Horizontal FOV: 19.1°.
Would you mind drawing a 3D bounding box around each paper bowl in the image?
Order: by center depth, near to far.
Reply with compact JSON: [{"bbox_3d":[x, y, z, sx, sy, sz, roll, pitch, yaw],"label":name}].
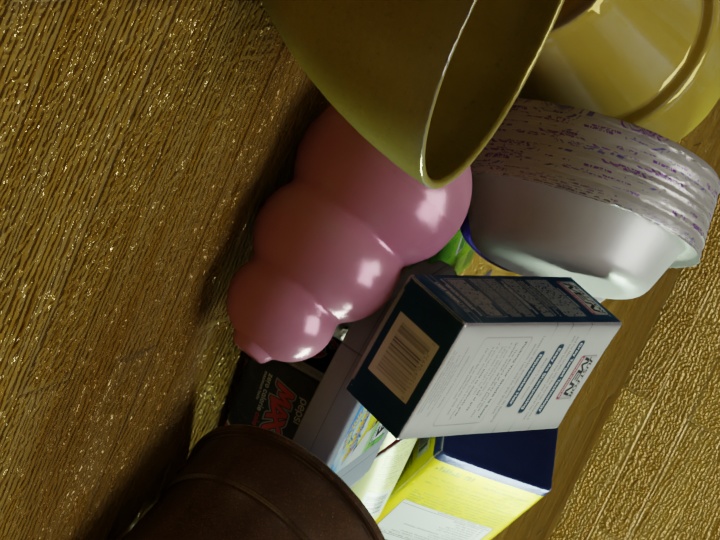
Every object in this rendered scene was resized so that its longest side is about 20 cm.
[{"bbox_3d":[0.161,-0.046,1.600,0.201,0.200,0.105,51,55,-74],"label":"paper bowl"}]

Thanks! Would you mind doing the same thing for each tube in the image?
[{"bbox_3d":[0.025,0.137,1.799,0.200,0.052,0.058,115,-19,-45],"label":"tube"}]

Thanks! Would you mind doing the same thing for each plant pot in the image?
[{"bbox_3d":[0.026,-0.168,1.262,0.200,0.142,0.200,-55,163,-25],"label":"plant pot"},{"bbox_3d":[-0.107,0.243,1.489,0.198,0.200,0.201,-39,154,-40],"label":"plant pot"},{"bbox_3d":[0.165,-0.201,1.615,0.201,0.200,0.189,-61,150,-2],"label":"plant pot"}]

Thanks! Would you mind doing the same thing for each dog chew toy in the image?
[{"bbox_3d":[-0.015,-0.023,1.446,0.200,0.124,0.125,-52,164,-7],"label":"dog chew toy"}]

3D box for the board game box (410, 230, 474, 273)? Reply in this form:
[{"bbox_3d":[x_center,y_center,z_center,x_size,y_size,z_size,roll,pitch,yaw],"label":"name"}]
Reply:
[{"bbox_3d":[0.054,-0.028,1.801,0.200,0.048,0.102,-36,150,-61],"label":"board game box"}]

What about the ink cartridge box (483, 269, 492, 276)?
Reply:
[{"bbox_3d":[0.011,0.090,1.814,0.198,0.047,0.200,-36,160,-57],"label":"ink cartridge box"}]

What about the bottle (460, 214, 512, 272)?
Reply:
[{"bbox_3d":[0.126,-0.089,1.787,0.065,0.083,0.200,-39,-152,33],"label":"bottle"}]

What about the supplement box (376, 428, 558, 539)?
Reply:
[{"bbox_3d":[0.083,0.169,1.900,0.200,0.109,0.110,131,-26,-52],"label":"supplement box"}]

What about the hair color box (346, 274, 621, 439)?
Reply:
[{"bbox_3d":[0.090,0.059,1.506,0.200,0.061,0.100,2,124,-52],"label":"hair color box"}]

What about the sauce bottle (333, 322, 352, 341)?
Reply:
[{"bbox_3d":[0.000,0.000,1.634,0.200,0.066,0.066,-65,165,11],"label":"sauce bottle"}]

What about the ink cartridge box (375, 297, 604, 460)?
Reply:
[{"bbox_3d":[0.091,0.072,1.711,0.200,0.045,0.176,-33,178,-38],"label":"ink cartridge box"}]

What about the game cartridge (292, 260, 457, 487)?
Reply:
[{"bbox_3d":[0.000,0.093,1.556,0.133,0.040,0.200,-25,144,-60],"label":"game cartridge"}]

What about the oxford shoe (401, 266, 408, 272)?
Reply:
[{"bbox_3d":[0.044,-0.091,1.538,0.071,0.071,0.201,-131,-131,-64],"label":"oxford shoe"}]

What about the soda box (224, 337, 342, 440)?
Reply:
[{"bbox_3d":[-0.068,0.137,1.633,0.063,0.071,0.200,-41,155,-57],"label":"soda box"}]
